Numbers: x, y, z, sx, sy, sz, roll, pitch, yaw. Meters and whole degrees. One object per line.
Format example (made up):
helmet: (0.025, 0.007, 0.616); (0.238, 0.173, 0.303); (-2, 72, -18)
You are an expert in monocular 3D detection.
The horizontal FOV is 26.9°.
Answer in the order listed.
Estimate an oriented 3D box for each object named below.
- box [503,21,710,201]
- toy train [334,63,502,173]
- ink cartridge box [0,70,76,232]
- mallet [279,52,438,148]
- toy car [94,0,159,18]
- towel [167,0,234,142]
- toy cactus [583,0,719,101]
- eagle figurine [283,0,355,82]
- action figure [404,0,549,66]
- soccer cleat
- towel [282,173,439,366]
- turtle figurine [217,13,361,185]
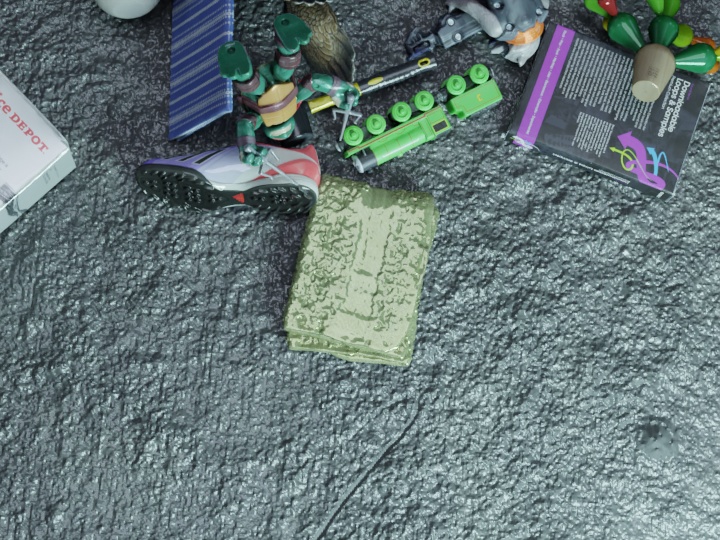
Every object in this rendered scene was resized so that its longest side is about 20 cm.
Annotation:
box: (0.279, -0.179, 1.696); (0.200, 0.036, 0.143); (21, 76, 2)
toy train: (0.067, -0.168, 1.676); (0.200, 0.042, 0.056); (-27, 92, -9)
ink cartridge box: (-0.424, -0.107, 1.600); (0.200, 0.084, 0.146); (-42, 84, -11)
mallet: (-0.006, -0.190, 1.668); (0.200, 0.041, 0.066); (-15, 82, -5)
toy car: (-0.261, -0.380, 1.609); (0.150, 0.200, 0.175); (5, 70, -41)
towel: (-0.168, -0.249, 1.627); (0.024, 0.145, 0.200); (7, 77, -30)
toy cactus: (0.340, -0.256, 1.666); (0.200, 0.102, 0.165); (28, 53, -6)
eagle figurine: (-0.062, -0.311, 1.617); (0.152, 0.151, 0.200); (17, 59, -15)
action figure: (0.131, -0.304, 1.662); (0.200, 0.105, 0.194); (-36, 116, -2)
soccer cleat: (-0.143, -0.107, 1.638); (0.200, 0.068, 0.073); (3, 56, 3)
towel: (0.000, 0.000, 1.637); (0.148, 0.036, 0.200); (11, 78, -1)
turtle figurine: (-0.085, -0.175, 1.561); (0.101, 0.200, 0.150); (37, 73, 25)
